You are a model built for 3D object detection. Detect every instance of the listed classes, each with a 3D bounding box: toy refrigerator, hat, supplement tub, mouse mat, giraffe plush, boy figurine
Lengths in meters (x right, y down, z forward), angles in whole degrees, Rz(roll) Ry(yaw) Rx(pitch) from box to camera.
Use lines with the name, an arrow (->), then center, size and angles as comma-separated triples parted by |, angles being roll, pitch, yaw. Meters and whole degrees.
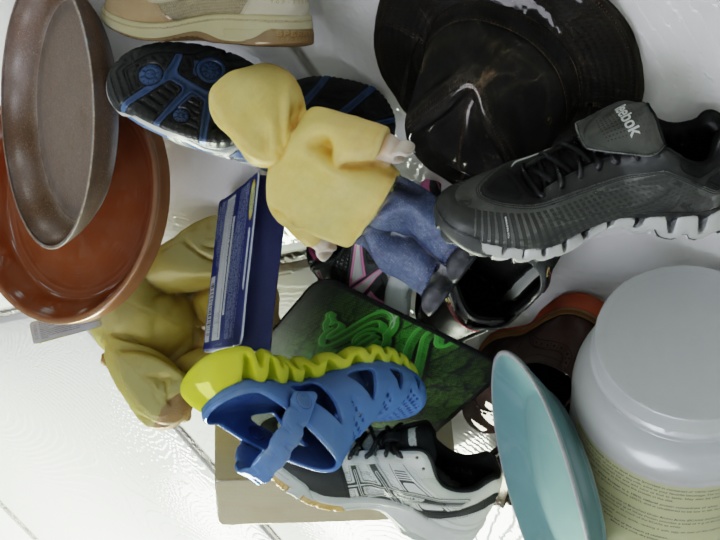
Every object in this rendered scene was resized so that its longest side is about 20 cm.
toy refrigerator -> -0.023, 0.163, 1.330 | 0.197, 0.071, 0.076 | -2, 143, -3
hat -> 0.074, -0.104, 0.978 | 0.199, 0.081, 0.202 | 24, 145, 18
supplement tub -> 0.211, 0.108, 1.065 | 0.144, 0.145, 0.201 | 21, 144, 20
mouse mat -> -0.008, 0.090, 1.194 | 0.160, 0.008, 0.200 | 26, 135, -16
giraffe plush -> -0.161, 0.057, 1.334 | 0.197, 0.175, 0.162 | 1, 166, 3
boy figurine -> -0.014, -0.055, 1.011 | 0.199, 0.065, 0.125 | 37, 138, 5

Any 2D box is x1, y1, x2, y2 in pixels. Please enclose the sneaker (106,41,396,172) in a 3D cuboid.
sneaker -> -0.079, -0.099, 1.090 | 0.198, 0.076, 0.077 | 15, 156, -6

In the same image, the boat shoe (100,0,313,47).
boat shoe -> -0.102, -0.186, 1.056 | 0.199, 0.071, 0.065 | 12, 106, 43

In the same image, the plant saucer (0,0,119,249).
plant saucer -> -0.219, -0.117, 1.160 | 0.200, 0.032, 0.203 | 8, 100, 60

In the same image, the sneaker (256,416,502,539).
sneaker -> 0.016, 0.139, 1.198 | 0.198, 0.076, 0.088 | 21, 124, -19

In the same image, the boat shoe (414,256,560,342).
boat shoe -> 0.083, 0.008, 1.130 | 0.073, 0.063, 0.201 | 35, 148, -5

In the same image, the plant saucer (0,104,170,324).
plant saucer -> -0.224, -0.059, 1.236 | 0.199, 0.203, 0.032 | 8, -178, 34

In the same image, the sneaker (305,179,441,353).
sneaker -> 0.000, 0.000, 1.164 | 0.085, 0.081, 0.201 | 13, 133, -2

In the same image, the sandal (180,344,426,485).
sandal -> -0.032, 0.103, 1.103 | 0.079, 0.198, 0.088 | -45, 58, 42

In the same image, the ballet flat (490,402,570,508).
ballet flat -> 0.133, 0.151, 1.253 | 0.047, 0.067, 0.200 | 52, 152, 7

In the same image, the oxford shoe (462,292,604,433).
oxford shoe -> 0.118, 0.085, 1.182 | 0.071, 0.073, 0.200 | 35, 147, -2

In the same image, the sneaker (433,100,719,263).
sneaker -> 0.137, -0.060, 0.928 | 0.067, 0.198, 0.091 | -115, 26, -43

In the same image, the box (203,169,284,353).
box -> -0.082, -0.001, 1.151 | 0.032, 0.123, 0.200 | 7, 175, -11

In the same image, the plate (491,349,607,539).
plate -> 0.132, 0.149, 1.077 | 0.200, 0.025, 0.202 | 166, 90, -81
